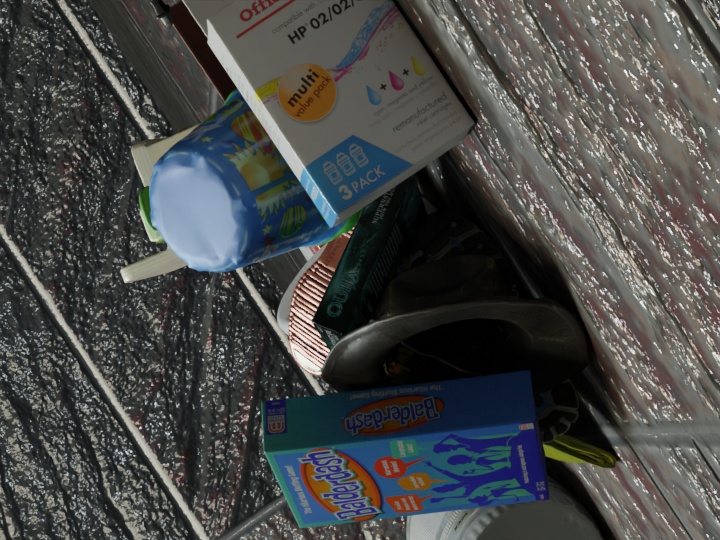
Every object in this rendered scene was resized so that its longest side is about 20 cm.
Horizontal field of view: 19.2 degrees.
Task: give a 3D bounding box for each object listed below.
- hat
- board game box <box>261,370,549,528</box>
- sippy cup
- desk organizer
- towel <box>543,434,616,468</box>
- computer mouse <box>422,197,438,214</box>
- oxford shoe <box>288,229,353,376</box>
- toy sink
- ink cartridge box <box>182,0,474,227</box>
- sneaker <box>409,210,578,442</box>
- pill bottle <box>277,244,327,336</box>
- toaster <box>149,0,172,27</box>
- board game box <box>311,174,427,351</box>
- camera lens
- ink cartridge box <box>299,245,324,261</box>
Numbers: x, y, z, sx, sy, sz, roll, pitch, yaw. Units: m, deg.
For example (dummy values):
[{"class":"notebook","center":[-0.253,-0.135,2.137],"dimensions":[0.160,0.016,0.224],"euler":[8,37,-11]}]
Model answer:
[{"class":"hat","center":[0.069,0.039,1.559],"dimensions":[0.201,0.199,0.081],"euler":[66,-162,-58]},{"class":"board game box","center":[0.037,0.136,1.599],"dimensions":[0.152,0.199,0.045],"euler":[71,-166,-60]},{"class":"sippy cup","center":[-0.082,-0.064,1.567],"dimensions":[0.140,0.130,0.178],"euler":[43,130,12]},{"class":"desk organizer","center":[-0.100,-0.178,2.015],"dimensions":[0.200,0.077,0.072],"euler":[56,174,4]},{"class":"towel","center":[0.156,0.148,1.793],"dimensions":[0.086,0.018,0.200],"euler":[23,174,-2]},{"class":"computer mouse","center":[0.037,-0.035,1.846],"dimensions":[0.110,0.044,0.200],"euler":[59,173,-15]},{"class":"oxford shoe","center":[0.000,0.000,1.773],"dimensions":[0.071,0.201,0.074],"euler":[35,-150,19]},{"class":"toy sink","center":[-0.128,-0.080,1.919],"dimensions":[0.113,0.199,0.130],"euler":[68,-163,2]},{"class":"ink cartridge box","center":[-0.027,-0.146,1.449],"dimensions":[0.200,0.115,0.068],"euler":[56,173,4]},{"class":"sneaker","center":[0.094,0.042,1.667],"dimensions":[0.201,0.078,0.090],"euler":[61,179,-16]},{"class":"pill bottle","center":[0.032,0.067,1.929],"dimensions":[0.200,0.114,0.114],"euler":[41,179,-19]},{"class":"toaster","center":[-0.177,-0.330,1.657],"dimensions":[0.181,0.118,0.200],"euler":[51,171,46]},{"class":"board game box","center":[0.015,0.008,1.653],"dimensions":[0.028,0.136,0.200],"euler":[21,168,12]},{"class":"camera lens","center":[0.139,0.266,2.050],"dimensions":[0.160,0.160,0.200],"euler":[58,174,-15]},{"class":"ink cartridge box","center":[0.016,0.010,2.054],"dimensions":[0.200,0.084,0.144],"euler":[57,173,-13]}]
